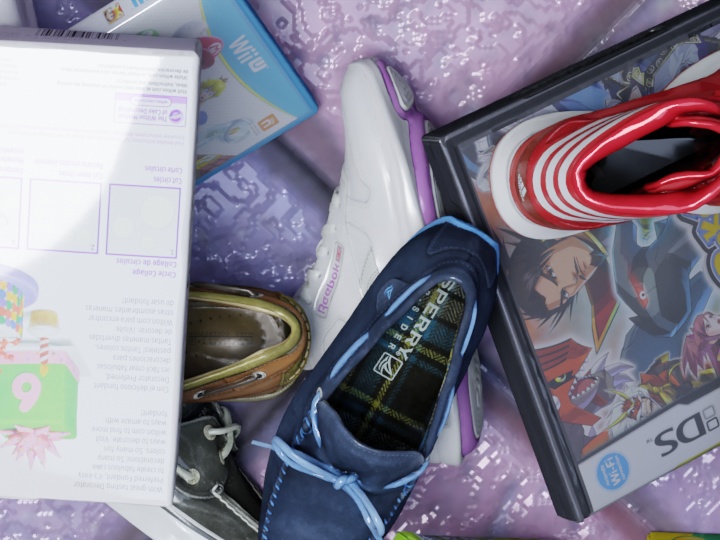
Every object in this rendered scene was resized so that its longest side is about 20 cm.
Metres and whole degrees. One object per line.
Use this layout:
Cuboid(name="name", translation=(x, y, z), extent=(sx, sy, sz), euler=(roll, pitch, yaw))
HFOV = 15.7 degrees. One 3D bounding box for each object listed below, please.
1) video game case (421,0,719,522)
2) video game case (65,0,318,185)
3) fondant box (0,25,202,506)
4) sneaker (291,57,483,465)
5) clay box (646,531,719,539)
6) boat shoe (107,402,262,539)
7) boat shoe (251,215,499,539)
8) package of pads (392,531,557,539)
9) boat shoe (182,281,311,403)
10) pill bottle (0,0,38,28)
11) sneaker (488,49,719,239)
Cuboid(name="video game case", translation=(0.141, -0.007, 1.255), extent=(0.180, 0.025, 0.201), euler=(-26, 104, -20))
Cuboid(name="video game case", translation=(-0.128, -0.059, 1.212), extent=(0.199, 0.143, 0.018), euler=(-32, 60, 4))
Cuboid(name="fondant box", translation=(-0.146, -0.004, 1.134), extent=(0.143, 0.058, 0.202), euler=(4, 100, -3))
Cuboid(name="sneaker", translation=(0.000, 0.000, 1.255), extent=(0.099, 0.075, 0.202), euler=(-6, 97, 14))
Cuboid(name="clay box", translation=(0.169, 0.212, 1.249), extent=(0.047, 0.200, 0.116), euler=(1, 103, -4))
Cuboid(name="boat shoe", translation=(-0.092, 0.091, 1.272), extent=(0.199, 0.071, 0.064), euler=(36, 100, -9))
Cuboid(name="boat shoe", translation=(-0.002, 0.067, 1.202), extent=(0.084, 0.069, 0.201), euler=(20, 110, 0))
Cuboid(name="package of pads", translation=(0.042, 0.227, 1.274), extent=(0.068, 0.154, 0.201), euler=(31, 103, 33))
Cuboid(name="boat shoe", translation=(-0.122, 0.032, 1.211), extent=(0.198, 0.068, 0.073), euler=(-7, 81, -5))
Cuboid(name="pill bottle", translation=(-0.252, -0.110, 1.194), extent=(0.199, 0.113, 0.113), euler=(-14, 103, 0))
Cuboid(name="sneaker", translation=(0.168, -0.055, 1.186), extent=(0.199, 0.115, 0.079), euler=(-22, 102, -20))
